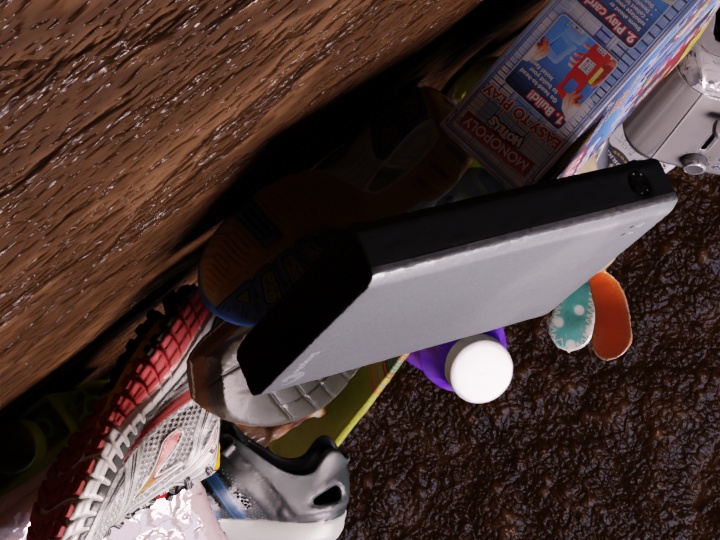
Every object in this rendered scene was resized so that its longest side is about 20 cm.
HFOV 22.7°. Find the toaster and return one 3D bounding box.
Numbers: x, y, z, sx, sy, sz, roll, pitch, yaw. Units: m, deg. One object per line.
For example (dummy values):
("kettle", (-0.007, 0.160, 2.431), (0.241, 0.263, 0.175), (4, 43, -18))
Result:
("toaster", (0.253, -0.173, 1.243), (0.129, 0.112, 0.202), (126, -24, -71))

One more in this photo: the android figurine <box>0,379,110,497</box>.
("android figurine", (-0.224, 0.129, 1.144), (0.181, 0.041, 0.200), (-39, 175, -2))

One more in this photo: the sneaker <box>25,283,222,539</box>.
("sneaker", (-0.122, 0.110, 1.034), (0.201, 0.082, 0.078), (-57, -161, -13))

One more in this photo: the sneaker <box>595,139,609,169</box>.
("sneaker", (0.121, -0.116, 1.306), (0.076, 0.146, 0.204), (-19, 129, -22))

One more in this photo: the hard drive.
("hard drive", (0.048, 0.002, 0.913), (0.198, 0.033, 0.140), (-14, 161, -35))

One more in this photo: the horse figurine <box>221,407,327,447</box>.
("horse figurine", (-0.112, 0.134, 1.277), (0.199, 0.050, 0.132), (-36, 167, 20))

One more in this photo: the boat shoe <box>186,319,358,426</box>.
("boat shoe", (-0.035, 0.029, 1.043), (0.073, 0.077, 0.199), (14, -154, 33))

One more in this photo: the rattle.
("rattle", (0.148, -0.061, 1.166), (0.143, 0.201, 0.130), (-35, 176, -44))

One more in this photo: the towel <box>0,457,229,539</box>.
("towel", (-0.165, 0.203, 1.113), (0.190, 0.201, 0.032), (-35, -141, -20))

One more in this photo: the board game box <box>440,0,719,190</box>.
("board game box", (0.122, -0.111, 0.981), (0.200, 0.062, 0.200), (-46, 172, -14))

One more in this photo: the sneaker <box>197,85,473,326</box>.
("sneaker", (-0.017, -0.021, 0.994), (0.199, 0.076, 0.088), (-36, 177, -34))

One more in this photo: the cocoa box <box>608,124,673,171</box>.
("cocoa box", (0.234, -0.159, 1.379), (0.199, 0.134, 0.131), (-37, 178, -22))

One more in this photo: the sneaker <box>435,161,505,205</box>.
("sneaker", (0.035, -0.026, 1.139), (0.081, 0.075, 0.199), (-26, -165, -36))

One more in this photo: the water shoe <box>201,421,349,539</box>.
("water shoe", (-0.105, 0.136, 1.197), (0.198, 0.080, 0.071), (6, -170, -16))

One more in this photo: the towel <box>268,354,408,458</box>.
("towel", (-0.010, 0.082, 1.316), (0.201, 0.018, 0.086), (-54, -157, 23))

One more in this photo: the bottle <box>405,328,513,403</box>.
("bottle", (0.062, 0.041, 1.336), (0.200, 0.083, 0.066), (-126, -130, -69))
